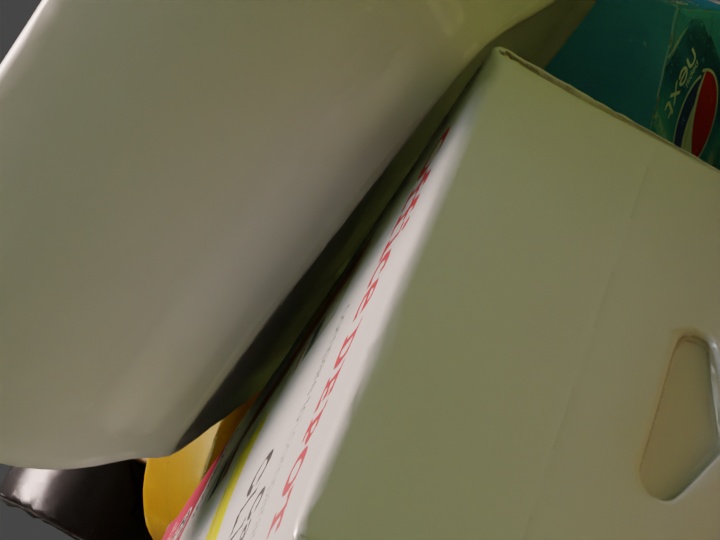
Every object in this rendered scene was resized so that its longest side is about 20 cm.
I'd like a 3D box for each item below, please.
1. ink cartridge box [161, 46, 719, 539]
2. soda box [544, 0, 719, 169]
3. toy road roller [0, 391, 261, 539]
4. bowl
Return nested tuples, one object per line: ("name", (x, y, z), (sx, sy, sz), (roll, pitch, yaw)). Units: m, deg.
("ink cartridge box", (0.004, 0.073, 0.514), (0.200, 0.083, 0.146), (-55, 8, 45))
("soda box", (0.007, -0.065, 0.696), (0.064, 0.199, 0.068), (-7, -69, -60))
("toy road roller", (-0.008, 0.069, 0.778), (0.124, 0.145, 0.200), (-62, -30, -9))
("bowl", (-0.016, -0.040, 0.570), (0.200, 0.075, 0.200), (-52, -6, 23))
